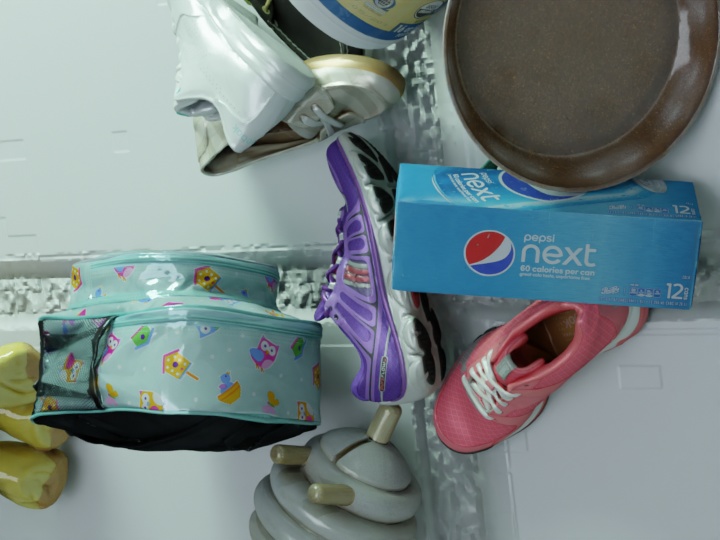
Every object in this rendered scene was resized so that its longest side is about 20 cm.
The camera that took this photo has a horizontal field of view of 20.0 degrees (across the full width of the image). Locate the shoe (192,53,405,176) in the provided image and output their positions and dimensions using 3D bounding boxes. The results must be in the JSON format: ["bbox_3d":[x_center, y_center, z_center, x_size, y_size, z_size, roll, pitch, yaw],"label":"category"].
[{"bbox_3d":[-0.048,-0.110,1.500,0.200,0.070,0.054,-11,60,42],"label":"shoe"}]

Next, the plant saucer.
[{"bbox_3d":[0.140,-0.152,1.326,0.034,0.200,0.201,-150,59,-66],"label":"plant saucer"}]

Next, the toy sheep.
[{"bbox_3d":[-0.021,0.184,1.513,0.138,0.138,0.200,38,111,21],"label":"toy sheep"}]

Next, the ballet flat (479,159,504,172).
[{"bbox_3d":[0.106,-0.053,1.416,0.067,0.070,0.200,52,122,14],"label":"ballet flat"}]

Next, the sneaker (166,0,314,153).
[{"bbox_3d":[-0.111,-0.155,1.489,0.089,0.075,0.200,-54,38,11],"label":"sneaker"}]

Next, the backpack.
[{"bbox_3d":[-0.125,0.063,1.517,0.200,0.176,0.154,5,85,47],"label":"backpack"}]

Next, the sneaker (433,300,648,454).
[{"bbox_3d":[0.107,0.062,1.429,0.200,0.087,0.074,-44,75,32],"label":"sneaker"}]

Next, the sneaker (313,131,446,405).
[{"bbox_3d":[0.000,0.000,1.474,0.083,0.081,0.201,-12,86,17],"label":"sneaker"}]

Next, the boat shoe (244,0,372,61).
[{"bbox_3d":[-0.066,-0.222,1.499,0.072,0.061,0.201,-41,77,32],"label":"boat shoe"}]

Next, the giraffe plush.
[{"bbox_3d":[-0.357,0.119,1.718,0.162,0.199,0.173,37,126,54],"label":"giraffe plush"}]

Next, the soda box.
[{"bbox_3d":[0.122,-0.023,1.356,0.199,0.064,0.068,4,117,1],"label":"soda box"}]

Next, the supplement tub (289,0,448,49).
[{"bbox_3d":[0.041,-0.256,1.371,0.200,0.145,0.145,-34,81,34],"label":"supplement tub"}]
